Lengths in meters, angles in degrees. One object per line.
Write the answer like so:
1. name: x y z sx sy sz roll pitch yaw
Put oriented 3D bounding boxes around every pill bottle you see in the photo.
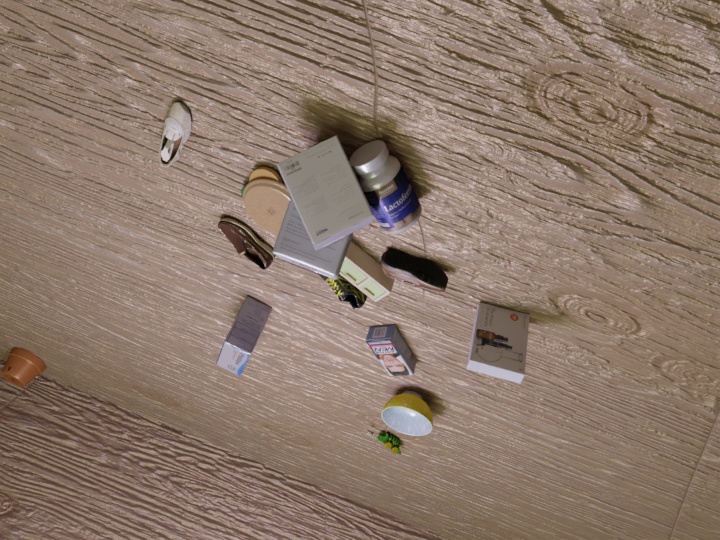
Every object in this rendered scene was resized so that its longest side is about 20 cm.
1. pill bottle: 0.058 -0.196 1.252 0.113 0.117 0.201 -9 131 32

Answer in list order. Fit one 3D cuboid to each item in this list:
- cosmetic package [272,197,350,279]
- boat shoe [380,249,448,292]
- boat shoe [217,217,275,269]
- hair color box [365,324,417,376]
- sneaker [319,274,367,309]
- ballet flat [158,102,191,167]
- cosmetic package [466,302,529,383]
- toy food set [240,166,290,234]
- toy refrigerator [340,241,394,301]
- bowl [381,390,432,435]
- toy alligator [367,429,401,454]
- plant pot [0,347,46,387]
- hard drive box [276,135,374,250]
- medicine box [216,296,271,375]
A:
1. cosmetic package: -0.101 -0.103 1.317 0.164 0.205 0.166 20 176 1
2. boat shoe: 0.148 0.008 1.477 0.196 0.076 0.075 25 146 10
3. boat shoe: -0.348 -0.077 1.596 0.200 0.076 0.075 35 138 -15
4. hair color box: 0.106 0.272 1.786 0.097 0.061 0.202 -8 132 30
5. sneaker: -0.057 0.040 1.586 0.197 0.086 0.075 32 139 -12
6. ballet flat: -0.484 -0.343 1.377 0.066 0.063 0.201 27 139 -8
7. cosmetic package: 0.383 0.196 1.468 0.147 0.203 0.052 14 141 7
8. toy food set: -0.237 -0.178 1.458 0.198 0.049 0.198 33 139 -13
9. toy refrigerator: 0.000 0.000 1.529 0.199 0.071 0.075 38 137 -19
10. bowl: 0.183 0.517 1.982 0.195 0.109 0.203 13 140 11
11. toy alligator: 0.117 0.725 2.287 0.199 0.059 0.054 40 95 -19
12. plant pot: -1.854 0.539 2.900 0.195 0.142 0.203 12 139 10
13. hard drive box: -0.078 -0.173 1.202 0.153 0.204 0.077 -24 174 -4
14. medicine box: -0.409 0.231 1.862 0.101 0.203 0.183 26 140 -7
